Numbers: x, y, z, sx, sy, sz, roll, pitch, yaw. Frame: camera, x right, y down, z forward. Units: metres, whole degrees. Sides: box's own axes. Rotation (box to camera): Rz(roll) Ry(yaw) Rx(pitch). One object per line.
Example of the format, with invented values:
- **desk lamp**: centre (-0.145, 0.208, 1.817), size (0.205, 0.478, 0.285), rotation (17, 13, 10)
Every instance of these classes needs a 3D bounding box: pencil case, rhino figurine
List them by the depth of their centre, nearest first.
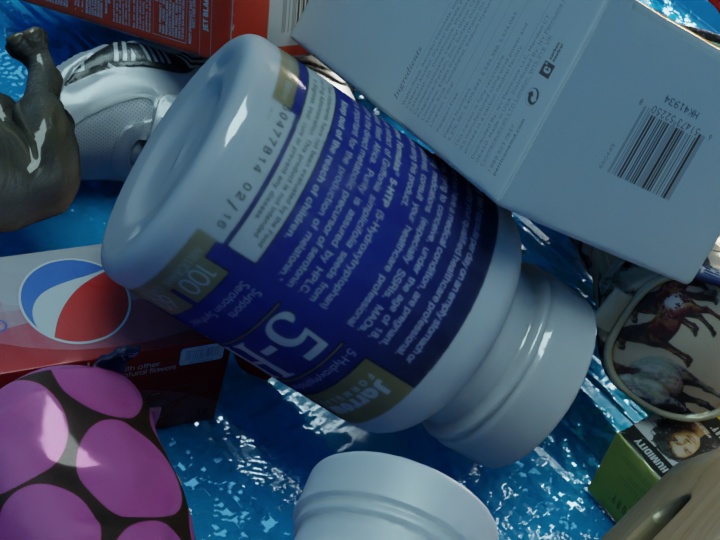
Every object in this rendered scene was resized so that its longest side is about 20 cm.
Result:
- **pencil case**: centre (-0.096, 0.132, 0.636), size (0.093, 0.091, 0.201), rotation (14, 41, -42)
- **rhino figurine**: centre (-0.211, -0.042, 0.717), size (0.199, 0.060, 0.088), rotation (-23, 83, -37)
- **pencil case**: centre (0.141, -0.012, 0.810), size (0.089, 0.078, 0.200), rotation (40, 19, -23)

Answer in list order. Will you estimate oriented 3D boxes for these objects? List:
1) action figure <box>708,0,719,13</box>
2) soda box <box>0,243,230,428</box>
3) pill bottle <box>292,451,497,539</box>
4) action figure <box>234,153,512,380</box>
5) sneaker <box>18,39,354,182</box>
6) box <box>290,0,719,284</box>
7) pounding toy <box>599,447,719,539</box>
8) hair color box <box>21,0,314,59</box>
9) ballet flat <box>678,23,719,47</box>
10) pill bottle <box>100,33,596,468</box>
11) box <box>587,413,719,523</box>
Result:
- **action figure**: centre (0.236, -0.123, 0.969), size (0.199, 0.065, 0.099), rotation (31, 13, -28)
- **soda box**: centre (-0.162, 0.038, 0.713), size (0.198, 0.064, 0.070), rotation (-8, 51, -25)
- **pill bottle**: centre (-0.015, 0.163, 0.524), size (0.103, 0.105, 0.201), rotation (21, 56, 3)
- **action figure**: centre (0.023, -0.015, 0.801), size (0.199, 0.052, 0.066), rotation (-30, 106, -27)
- **sneaker**: centre (-0.074, -0.058, 0.821), size (0.199, 0.075, 0.115), rotation (-10, 49, -29)
- **box**: centre (0.076, -0.094, 0.731), size (0.124, 0.098, 0.200), rotation (19, 15, -37)
- **pounding toy**: centre (0.127, 0.172, 0.630), size (0.200, 0.142, 0.185), rotation (-34, 91, -38)
- **hair color box**: centre (-0.091, -0.160, 0.852), size (0.110, 0.065, 0.199), rotation (-13, 27, -42)
- **ballet flat**: centre (0.159, -0.090, 0.821), size (0.200, 0.069, 0.071), rotation (35, 8, 36)
- **pill bottle**: centre (0.000, 0.000, 0.698), size (0.199, 0.120, 0.120), rotation (32, 42, -19)
- **box**: centre (0.211, 0.084, 0.795), size (0.199, 0.050, 0.075), rotation (-20, 56, -32)
